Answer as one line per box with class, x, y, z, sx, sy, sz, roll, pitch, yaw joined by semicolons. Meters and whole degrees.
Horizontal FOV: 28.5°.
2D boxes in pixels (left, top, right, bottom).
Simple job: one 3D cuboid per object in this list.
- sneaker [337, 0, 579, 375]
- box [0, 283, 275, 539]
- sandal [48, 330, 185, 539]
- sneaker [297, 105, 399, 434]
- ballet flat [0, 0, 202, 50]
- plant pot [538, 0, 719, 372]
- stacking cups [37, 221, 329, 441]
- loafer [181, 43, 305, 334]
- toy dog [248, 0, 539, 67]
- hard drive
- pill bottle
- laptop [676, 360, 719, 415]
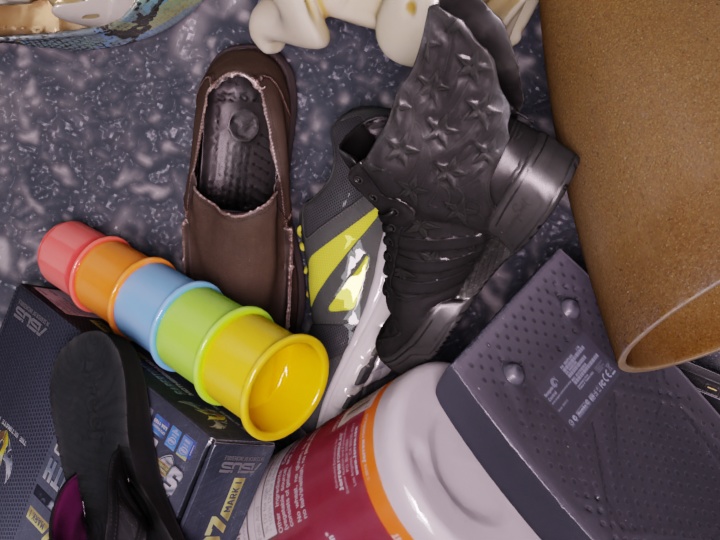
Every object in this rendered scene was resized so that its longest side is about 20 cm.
sneaker;0.031;-0.038;0.693;0.104;0.060;0.200;33;131;-5
box;-0.151;0.119;0.791;0.200;0.051;0.158;32;104;40
sandal;-0.130;0.125;0.705;0.075;0.048;0.201;-34;62;29
sneaker;0.000;0.000;0.805;0.084;0.074;0.201;27;104;26
ballet flat;-0.186;-0.158;0.803;0.199;0.074;0.075;-7;96;8
plant pot;0.172;-0.080;0.703;0.186;0.186;0.201;-26;71;10
stacking cups;-0.103;0.025;0.782;0.200;0.060;0.061;28;103;40
loafer;-0.074;-0.027;0.802;0.073;0.071;0.201;-1;97;8
toy dog;-0.006;-0.186;0.717;0.200;0.194;0.140;30;58;8
hard drive;0.132;0.098;0.718;0.200;0.135;0.042;48;135;0
pill bottle;-0.004;0.139;0.760;0.200;0.114;0.114;-36;92;39
laptop;0.143;0.151;0.777;0.177;0.103;0.201;22;114;4
